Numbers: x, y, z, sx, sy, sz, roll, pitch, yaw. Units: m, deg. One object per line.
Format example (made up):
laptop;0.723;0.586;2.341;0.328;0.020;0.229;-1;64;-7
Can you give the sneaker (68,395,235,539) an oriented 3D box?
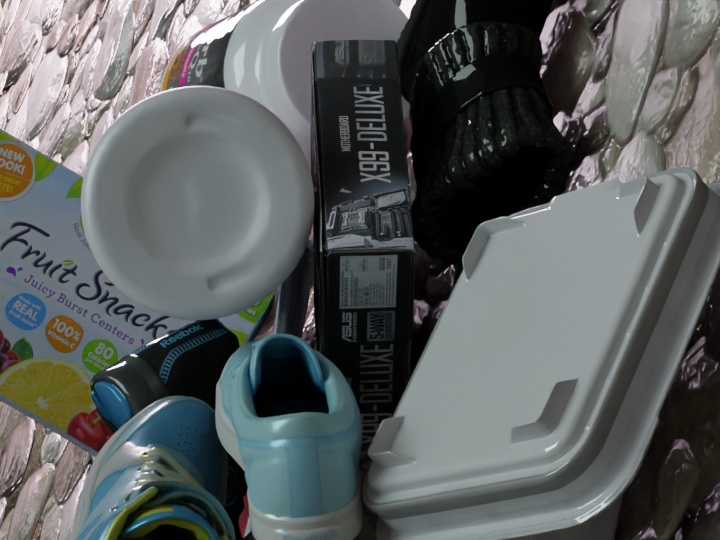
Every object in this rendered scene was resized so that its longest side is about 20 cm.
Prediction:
sneaker;-0.092;0.121;1.343;0.131;0.079;0.200;-43;18;46

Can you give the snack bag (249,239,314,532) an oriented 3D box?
snack bag;-0.043;0.060;1.597;0.200;0.021;0.189;100;177;-59

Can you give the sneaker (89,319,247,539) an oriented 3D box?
sneaker;-0.084;0.107;1.522;0.073;0.082;0.200;42;159;33

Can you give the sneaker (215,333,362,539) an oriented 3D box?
sneaker;-0.031;0.061;1.338;0.200;0.074;0.082;-119;27;-66

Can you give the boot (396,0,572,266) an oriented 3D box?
boot;0.076;-0.122;1.452;0.158;0.079;0.212;-95;16;-50

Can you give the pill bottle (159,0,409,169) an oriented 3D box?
pill bottle;-0.042;-0.112;1.681;0.200;0.116;0.117;-14;61;67

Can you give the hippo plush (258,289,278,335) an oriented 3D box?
hippo plush;-0.144;0.034;1.785;0.161;0.199;0.160;124;129;-87

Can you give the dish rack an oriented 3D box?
dish rack;0.081;0.034;1.271;0.171;0.044;0.200;-17;38;48

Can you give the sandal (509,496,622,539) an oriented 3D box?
sandal;0.090;0.074;1.309;0.079;0.059;0.207;-13;62;65

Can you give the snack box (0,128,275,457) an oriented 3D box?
snack box;-0.171;0.025;1.672;0.142;0.200;0.053;-60;-4;-10

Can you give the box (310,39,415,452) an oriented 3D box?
box;0.000;0.000;1.481;0.200;0.050;0.158;90;177;-47

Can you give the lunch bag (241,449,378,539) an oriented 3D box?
lunch bag;-0.028;0.192;1.397;0.200;0.139;0.168;-42;19;46

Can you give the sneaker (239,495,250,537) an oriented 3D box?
sneaker;-0.126;0.180;1.666;0.071;0.112;0.201;-12;63;64

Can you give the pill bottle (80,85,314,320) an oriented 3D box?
pill bottle;-0.087;-0.036;1.467;0.200;0.119;0.120;-155;83;-87
